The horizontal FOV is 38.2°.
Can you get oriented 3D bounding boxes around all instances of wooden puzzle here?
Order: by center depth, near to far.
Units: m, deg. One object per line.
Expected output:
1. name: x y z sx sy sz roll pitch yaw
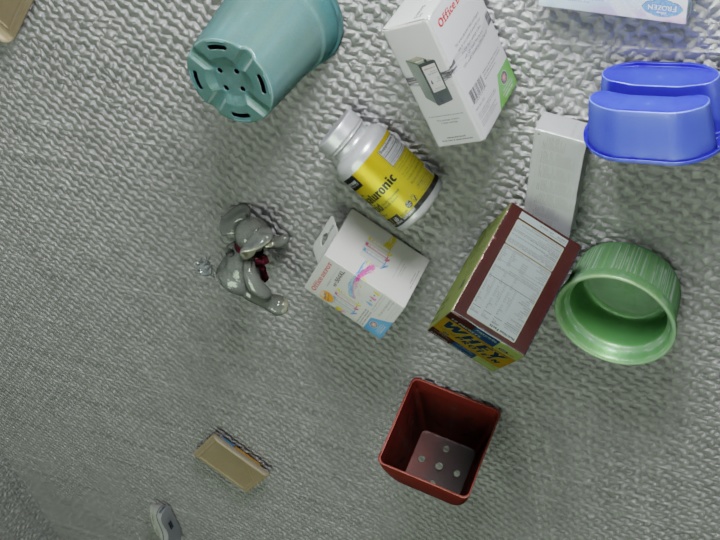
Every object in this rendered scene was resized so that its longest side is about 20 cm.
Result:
1. wooden puzzle: -0.662 -0.527 1.849 0.185 0.037 0.199 41 137 -11
2. wooden puzzle: -0.344 0.511 2.779 0.184 0.037 0.200 37 147 -7

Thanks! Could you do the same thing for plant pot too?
1. plant pot: -0.153 -0.342 1.578 0.197 0.197 0.202 18 141 15
2. plant pot: 0.163 0.377 2.164 0.197 0.202 0.177 20 153 14

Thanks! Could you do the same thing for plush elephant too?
1. plush elephant: -0.208 -0.036 2.007 0.198 0.165 0.156 21 114 -41

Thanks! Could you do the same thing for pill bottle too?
1. pill bottle: 0.031 -0.169 1.710 0.199 0.112 0.111 41 142 -10

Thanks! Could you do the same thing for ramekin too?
1. ramekin: 0.423 0.049 1.688 0.197 0.098 0.202 19 140 16

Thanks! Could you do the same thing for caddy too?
1. caddy: 0.396 -0.202 1.397 0.197 0.142 0.106 8 134 29

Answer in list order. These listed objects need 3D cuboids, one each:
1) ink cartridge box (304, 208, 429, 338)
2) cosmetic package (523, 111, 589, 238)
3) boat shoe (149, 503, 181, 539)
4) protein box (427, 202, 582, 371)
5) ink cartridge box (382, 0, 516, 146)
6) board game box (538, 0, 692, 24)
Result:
1. ink cartridge box: 0.000 0.000 1.903 0.198 0.126 0.129 32 143 -2
2. cosmetic package: 0.302 -0.144 1.599 0.081 0.051 0.202 17 140 15
3. boat shoe: -0.616 0.803 3.254 0.065 0.072 0.202 15 139 26
4. protein box: 0.228 0.032 1.672 0.134 0.202 0.199 31 166 0
5. ink cartridge box: 0.130 -0.302 1.466 0.083 0.146 0.201 -3 131 38
6. board game box: 0.320 -0.416 1.295 0.197 0.044 0.201 14 138 22
